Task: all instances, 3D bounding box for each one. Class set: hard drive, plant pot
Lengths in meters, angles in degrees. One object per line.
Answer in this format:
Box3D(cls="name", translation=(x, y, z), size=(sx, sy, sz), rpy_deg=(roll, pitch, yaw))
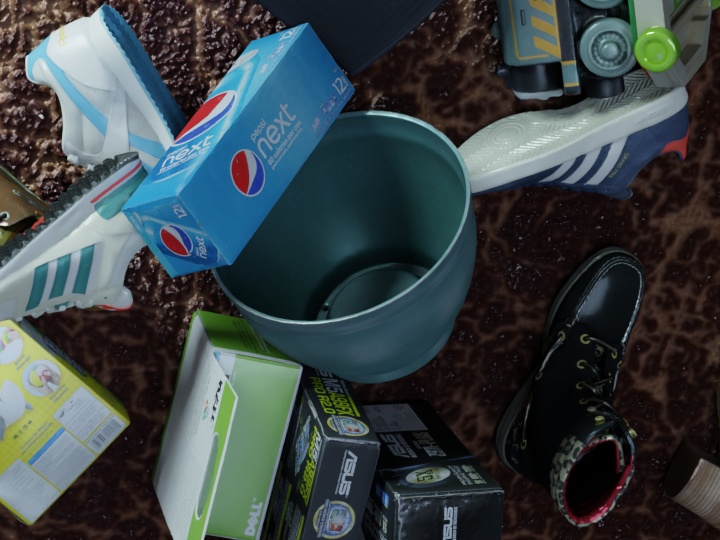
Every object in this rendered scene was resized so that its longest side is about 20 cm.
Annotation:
Box3D(cls="hard drive", translation=(0.017, -0.239, 1.443), size=(0.135, 0.042, 0.200), rpy_deg=(36, 117, -21))
Box3D(cls="plant pot", translation=(0.000, 0.000, 1.478), size=(0.200, 0.201, 0.134), rpy_deg=(-28, 137, -5))

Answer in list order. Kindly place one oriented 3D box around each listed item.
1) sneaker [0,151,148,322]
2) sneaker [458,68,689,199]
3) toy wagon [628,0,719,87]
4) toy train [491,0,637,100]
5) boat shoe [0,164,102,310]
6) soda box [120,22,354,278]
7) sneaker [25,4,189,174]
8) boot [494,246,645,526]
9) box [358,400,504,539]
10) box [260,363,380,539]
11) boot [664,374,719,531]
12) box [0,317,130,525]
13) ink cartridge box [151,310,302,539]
Box3D(cls="sneaker", translation=(-0.211, 0.008, 1.405), size=(0.200, 0.070, 0.094), rpy_deg=(-41, 107, -7))
Box3D(cls="sneaker", translation=(0.167, -0.084, 1.547), size=(0.199, 0.075, 0.085), rpy_deg=(-19, 126, 0))
Box3D(cls="toy wagon", translation=(0.232, -0.243, 1.477), size=(0.039, 0.155, 0.201), rpy_deg=(1, 115, 25))
Box3D(cls="toy train", translation=(0.149, -0.223, 1.495), size=(0.113, 0.085, 0.201), rpy_deg=(-6, 112, 10))
Box3D(cls="boat shoe", translation=(-0.263, -0.033, 1.453), size=(0.199, 0.068, 0.072), rpy_deg=(26, 99, -19))
Box3D(cls="soda box", translation=(-0.085, -0.088, 1.423), size=(0.068, 0.064, 0.200), rpy_deg=(54, 47, -25))
Box3D(cls="sneaker", translation=(-0.171, -0.094, 1.463), size=(0.080, 0.077, 0.201), rpy_deg=(-24, 109, 11))
Box3D(cls="boot", translation=(0.188, 0.092, 1.556), size=(0.073, 0.154, 0.204), rpy_deg=(24, 99, -19))
Box3D(cls="box", translation=(0.036, 0.210, 1.527), size=(0.086, 0.200, 0.165), rpy_deg=(-2, 107, -15))
Box3D(cls="box", translation=(-0.043, 0.182, 1.511), size=(0.044, 0.160, 0.201), rpy_deg=(7, 110, -17))
Box3D(cls="boot", translation=(0.365, 0.141, 1.661), size=(0.154, 0.074, 0.201), rpy_deg=(25, 110, -18))
Box3D(cls="box", translation=(-0.286, 0.087, 1.494), size=(0.117, 0.048, 0.200), rpy_deg=(-45, 113, 2))
Box3D(cls="ink cartridge box", translation=(-0.093, 0.133, 1.473), size=(0.075, 0.200, 0.149), rpy_deg=(11, 103, -17))
